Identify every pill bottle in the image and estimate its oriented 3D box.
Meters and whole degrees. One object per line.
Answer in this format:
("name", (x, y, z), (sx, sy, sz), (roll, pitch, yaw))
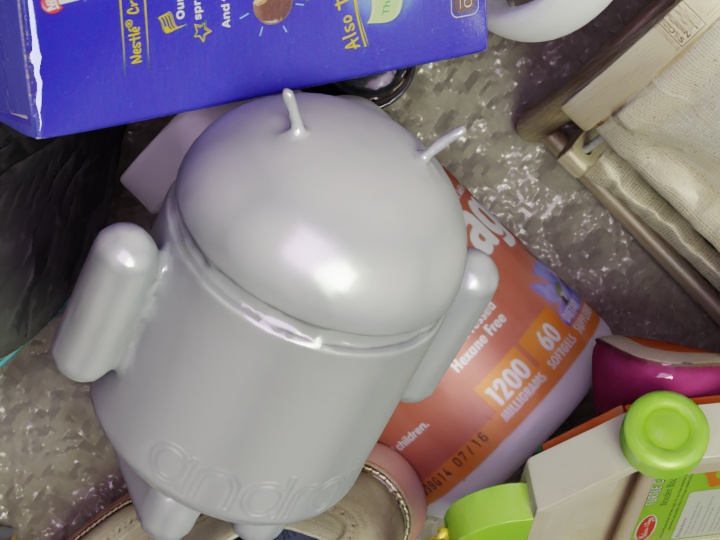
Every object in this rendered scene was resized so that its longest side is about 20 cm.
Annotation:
("pill bottle", (0.000, 0.000, 1.120), (0.200, 0.112, 0.112), (43, 88, -4))

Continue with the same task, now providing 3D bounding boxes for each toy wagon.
("toy wagon", (0.115, 0.090, 1.034), (0.200, 0.155, 0.040), (-5, 61, -8))

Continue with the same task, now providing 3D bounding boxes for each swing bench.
("swing bench", (0.185, -0.036, 1.088), (0.199, 0.200, 0.130), (45, 88, -3))

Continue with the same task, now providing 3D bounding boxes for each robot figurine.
("robot figurine", (-0.030, 0.015, 1.004), (0.169, 0.113, 0.200), (1, 132, -32))

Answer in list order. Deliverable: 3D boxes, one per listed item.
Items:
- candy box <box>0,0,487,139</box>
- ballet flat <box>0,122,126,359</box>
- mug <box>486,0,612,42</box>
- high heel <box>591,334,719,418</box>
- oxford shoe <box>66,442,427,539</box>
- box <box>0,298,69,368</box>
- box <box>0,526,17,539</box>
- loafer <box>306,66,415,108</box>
("candy box", (-0.056, -0.152, 0.997), (0.200, 0.077, 0.169), (-13, 109, -31))
("ballet flat", (-0.136, -0.046, 1.111), (0.066, 0.057, 0.200), (43, 54, -40))
("mug", (0.090, -0.186, 1.063), (0.148, 0.175, 0.200), (22, 79, -32))
("high heel", (0.123, 0.081, 1.088), (0.067, 0.200, 0.096), (11, 84, 14))
("oxford shoe", (-0.070, 0.127, 1.106), (0.200, 0.074, 0.071), (-26, 101, 28))
("box", (-0.211, -0.041, 1.137), (0.082, 0.049, 0.200), (-44, 93, -2))
("box", (-0.210, 0.204, 1.091), (0.106, 0.152, 0.200), (8, 91, -4))
("loafer", (-0.035, -0.159, 1.139), (0.072, 0.063, 0.200), (-26, 93, -5))
